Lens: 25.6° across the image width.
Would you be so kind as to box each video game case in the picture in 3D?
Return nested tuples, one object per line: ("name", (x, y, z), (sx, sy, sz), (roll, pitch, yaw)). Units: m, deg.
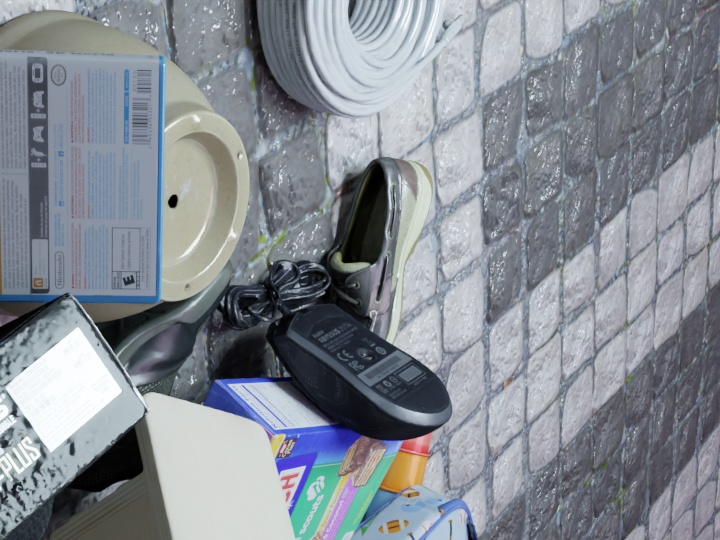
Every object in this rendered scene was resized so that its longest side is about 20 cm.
("video game case", (-0.210, -0.052, 0.892), (0.018, 0.197, 0.145), (-112, -155, -69))

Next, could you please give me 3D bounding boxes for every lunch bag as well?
("lunch bag", (0.037, 0.299, 1.419), (0.199, 0.075, 0.162), (-34, 123, -38))

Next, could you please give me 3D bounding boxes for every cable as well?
("cable", (-0.002, -0.221, 1.232), (0.200, 0.069, 0.201), (-53, 142, -30))

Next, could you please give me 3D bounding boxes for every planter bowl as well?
("planter bowl", (-0.156, -0.054, 1.000), (0.200, 0.134, 0.202), (-29, 126, -49))

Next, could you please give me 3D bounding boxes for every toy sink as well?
("toy sink", (-0.121, 0.204, 1.064), (0.130, 0.112, 0.202), (23, 42, -49))

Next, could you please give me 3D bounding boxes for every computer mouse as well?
("computer mouse", (-0.016, 0.073, 1.238), (0.138, 0.199, 0.053), (-19, 140, -55))

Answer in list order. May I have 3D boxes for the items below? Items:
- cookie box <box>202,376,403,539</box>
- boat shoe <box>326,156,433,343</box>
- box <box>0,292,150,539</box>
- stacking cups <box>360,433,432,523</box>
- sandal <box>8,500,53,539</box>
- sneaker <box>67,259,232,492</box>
("cookie box", (-0.069, 0.174, 1.254), (0.199, 0.075, 0.172), (3, 119, -57))
("boat shoe", (0.001, 0.000, 1.339), (0.066, 0.071, 0.203), (14, 95, -45))
("box", (-0.244, 0.115, 0.891), (0.200, 0.163, 0.087), (-42, 103, -40))
("stacking cups", (0.027, 0.226, 1.495), (0.060, 0.060, 0.202), (20, 81, -58))
("sandal", (-0.257, 0.200, 0.998), (0.201, 0.048, 0.075), (-57, 166, 24))
("sneaker", (-0.155, 0.074, 1.117), (0.200, 0.076, 0.115), (-53, 144, -26))
